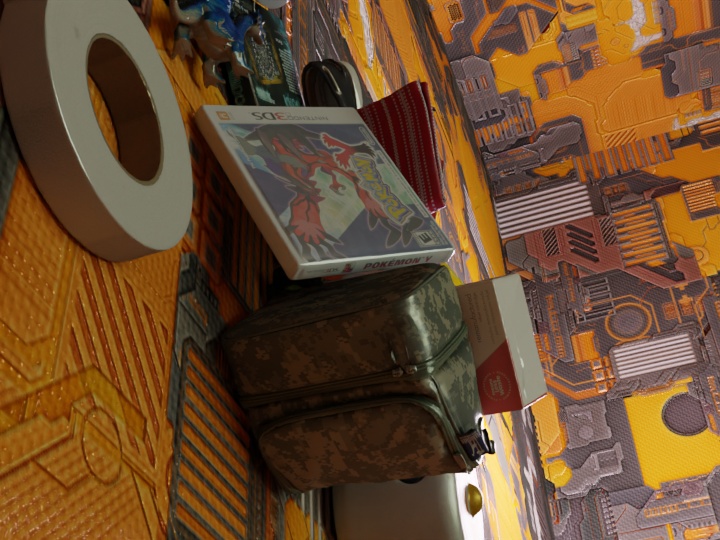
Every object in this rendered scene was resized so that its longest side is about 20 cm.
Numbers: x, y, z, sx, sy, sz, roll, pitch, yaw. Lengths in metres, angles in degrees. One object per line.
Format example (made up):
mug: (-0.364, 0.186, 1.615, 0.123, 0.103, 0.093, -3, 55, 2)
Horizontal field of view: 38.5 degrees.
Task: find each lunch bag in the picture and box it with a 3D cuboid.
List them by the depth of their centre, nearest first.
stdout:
lunch bag: (0.003, 0.099, 0.874, 0.139, 0.199, 0.169, -42, 117, -66)

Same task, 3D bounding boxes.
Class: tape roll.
tape roll: (-0.176, -0.107, 0.710, 0.203, 0.037, 0.204, -15, 90, -76)

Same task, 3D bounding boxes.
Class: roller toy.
roller toy: (0.059, 0.246, 1.063, 0.182, 0.139, 0.202, 29, 53, -73)

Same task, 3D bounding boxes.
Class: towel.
towel: (-0.012, -0.096, 1.040, 0.022, 0.199, 0.146, 26, 51, -54)

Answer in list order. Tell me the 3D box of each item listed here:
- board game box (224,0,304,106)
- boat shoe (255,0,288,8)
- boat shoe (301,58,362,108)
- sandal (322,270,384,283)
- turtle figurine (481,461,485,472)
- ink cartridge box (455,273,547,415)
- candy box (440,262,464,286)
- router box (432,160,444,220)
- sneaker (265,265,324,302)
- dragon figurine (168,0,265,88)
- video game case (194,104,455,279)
board game box: (-0.109, -0.227, 1.136, 0.200, 0.028, 0.136, -9, 85, -78)
boat shoe: (-0.140, -0.350, 1.070, 0.066, 0.070, 0.200, 47, 10, 35)
boat shoe: (-0.021, -0.152, 1.216, 0.060, 0.074, 0.202, -9, 86, -51)
sandal: (-0.005, 0.003, 1.059, 0.207, 0.059, 0.079, 44, 42, 15)
turtle figurine: (0.109, 0.208, 1.435, 0.201, 0.100, 0.150, 61, -3, 5)
ink cartridge box: (0.060, 0.081, 0.958, 0.067, 0.199, 0.117, -12, 87, -58)
candy box: (0.035, -0.026, 1.084, 0.102, 0.026, 0.200, 44, -5, -35)
router box: (0.060, -0.022, 1.332, 0.200, 0.048, 0.181, 100, 0, -68)
sneaker: (-0.037, 0.091, 1.013, 0.081, 0.073, 0.202, 22, 56, -79)
dragon figurine: (-0.142, -0.235, 0.939, 0.200, 0.058, 0.100, 38, 38, -65)
video game case: (-0.032, -0.078, 0.933, 0.181, 0.023, 0.201, -6, 52, -39)
